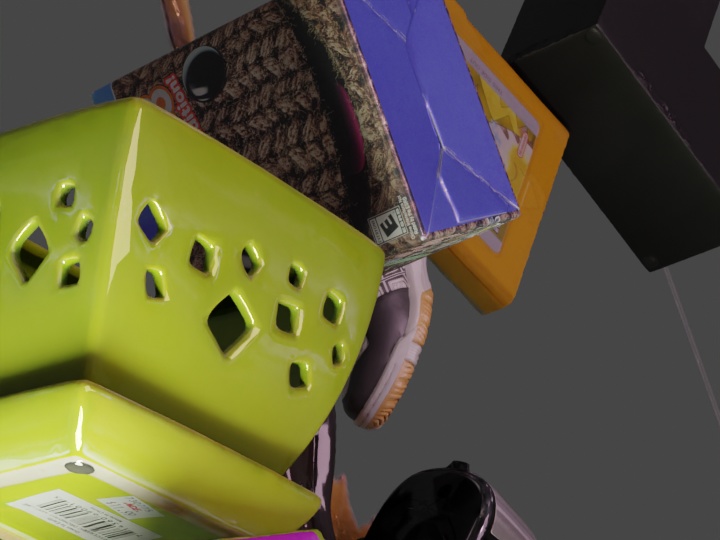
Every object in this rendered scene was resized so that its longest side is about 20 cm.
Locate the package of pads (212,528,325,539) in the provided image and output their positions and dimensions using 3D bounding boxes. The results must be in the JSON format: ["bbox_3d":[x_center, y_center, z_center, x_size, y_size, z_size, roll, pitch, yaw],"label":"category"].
[{"bbox_3d":[-0.100,0.217,1.476,0.154,0.200,0.068,0,44,-50],"label":"package of pads"}]

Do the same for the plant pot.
[{"bbox_3d":[-0.128,0.048,1.532,0.200,0.198,0.183,30,58,-39],"label":"plant pot"}]

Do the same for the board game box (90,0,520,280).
[{"bbox_3d":[-0.033,-0.068,1.690,0.097,0.199,0.160,-15,83,-51],"label":"board game box"}]

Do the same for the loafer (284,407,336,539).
[{"bbox_3d":[-0.057,0.152,1.670,0.071,0.073,0.201,16,57,-32],"label":"loafer"}]

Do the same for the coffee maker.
[{"bbox_3d":[0.081,0.241,1.731,0.200,0.134,0.193,36,48,-34],"label":"coffee maker"}]

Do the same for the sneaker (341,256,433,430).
[{"bbox_3d":[0.000,0.000,1.819,0.087,0.076,0.201,16,65,-13],"label":"sneaker"}]

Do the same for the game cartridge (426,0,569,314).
[{"bbox_3d":[0.052,-0.098,1.947,0.200,0.032,0.177,47,42,-26],"label":"game cartridge"}]

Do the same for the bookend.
[{"bbox_3d":[0.210,-0.145,2.112,0.199,0.092,0.201,50,39,-24],"label":"bookend"}]
